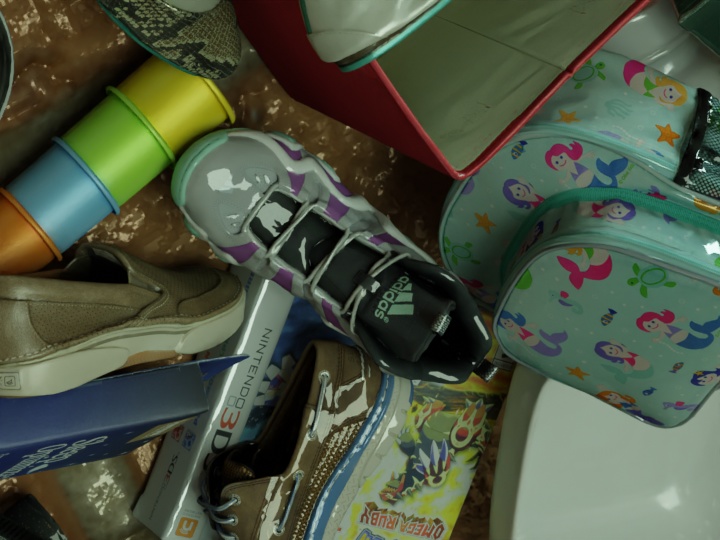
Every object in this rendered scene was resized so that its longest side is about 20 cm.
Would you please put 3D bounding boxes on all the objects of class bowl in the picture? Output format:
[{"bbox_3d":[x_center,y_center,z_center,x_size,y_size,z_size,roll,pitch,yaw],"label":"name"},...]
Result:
[{"bbox_3d":[0.165,0.111,1.369,0.199,0.075,0.201,-8,119,-25],"label":"bowl"}]

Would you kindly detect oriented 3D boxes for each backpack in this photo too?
[{"bbox_3d":[0.144,-0.021,1.211,0.200,0.178,0.151,30,52,-2],"label":"backpack"}]

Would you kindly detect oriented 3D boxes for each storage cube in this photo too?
[{"bbox_3d":[0.022,-0.181,1.150,0.171,0.180,0.200,-44,125,-11],"label":"storage cube"}]

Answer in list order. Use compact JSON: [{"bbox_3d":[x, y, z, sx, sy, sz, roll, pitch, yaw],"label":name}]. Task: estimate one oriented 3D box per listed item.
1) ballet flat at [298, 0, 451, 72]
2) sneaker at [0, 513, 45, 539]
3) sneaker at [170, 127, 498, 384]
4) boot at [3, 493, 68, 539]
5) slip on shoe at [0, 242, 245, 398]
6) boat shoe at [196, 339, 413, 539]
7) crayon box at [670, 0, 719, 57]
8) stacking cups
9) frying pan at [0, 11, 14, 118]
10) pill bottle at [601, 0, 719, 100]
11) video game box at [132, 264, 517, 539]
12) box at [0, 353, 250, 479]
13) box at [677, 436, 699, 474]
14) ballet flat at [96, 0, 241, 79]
[{"bbox_3d":[0.052,-0.168,1.031,0.200,0.069,0.070,-34,122,-16],"label":"ballet flat"},{"bbox_3d":[-0.179,0.210,1.161,0.200,0.084,0.121,36,88,-26],"label":"sneaker"},{"bbox_3d":[0.000,0.000,1.170,0.200,0.140,0.078,30,95,-35],"label":"sneaker"},{"bbox_3d":[-0.196,0.233,1.241,0.131,0.070,0.200,-32,110,-15],"label":"boot"},{"bbox_3d":[-0.129,0.014,1.161,0.200,0.076,0.061,-17,109,-52],"label":"slip on shoe"},{"bbox_3d":[-0.052,0.127,1.235,0.072,0.072,0.200,30,88,-25],"label":"boat shoe"},{"bbox_3d":[0.209,-0.188,1.255,0.051,0.200,0.127,-39,131,25],"label":"crayon box"},{"bbox_3d":[-0.157,-0.035,1.170,0.200,0.060,0.061,-44,124,-7],"label":"stacking cups"},{"bbox_3d":[-0.224,-0.067,1.125,0.115,0.031,0.191,-20,115,-25],"label":"frying pan"},{"bbox_3d":[0.183,-0.087,1.319,0.120,0.120,0.200,-38,122,-15],"label":"pill bottle"},{"bbox_3d":[-0.013,0.088,1.307,0.200,0.047,0.183,17,100,-35],"label":"video game box"},{"bbox_3d":[-0.164,0.084,1.169,0.199,0.121,0.033,-10,80,-29],"label":"box"},{"bbox_3d":[0.290,0.040,1.479,0.156,0.041,0.201,6,103,-33],"label":"box"},{"bbox_3d":[-0.122,-0.172,1.100,0.200,0.075,0.068,39,45,-20],"label":"ballet flat"}]
